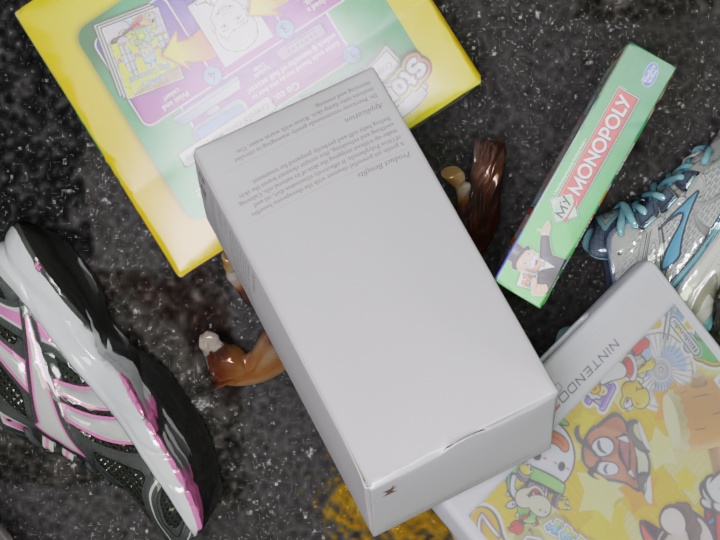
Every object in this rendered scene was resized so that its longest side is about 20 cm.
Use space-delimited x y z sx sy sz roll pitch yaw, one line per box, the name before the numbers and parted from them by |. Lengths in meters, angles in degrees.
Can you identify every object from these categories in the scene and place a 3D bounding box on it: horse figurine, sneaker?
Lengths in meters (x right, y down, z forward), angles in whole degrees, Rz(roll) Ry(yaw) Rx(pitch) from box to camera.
horse figurine | 0.000 0.000 1.318 0.199 0.133 0.050 -23 51 -9
sneaker | -0.157 0.074 1.342 0.086 0.080 0.200 -37 83 15
sneaker | 0.171 -0.020 1.319 0.086 0.078 0.201 24 93 4

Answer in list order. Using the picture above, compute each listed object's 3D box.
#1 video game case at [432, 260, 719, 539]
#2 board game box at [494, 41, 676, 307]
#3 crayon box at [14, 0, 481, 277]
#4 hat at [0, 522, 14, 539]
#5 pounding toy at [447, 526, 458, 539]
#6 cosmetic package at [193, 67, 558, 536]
video game case | 0.152 0.127 1.255 0.182 0.023 0.200 -43 100 -23
board game box | 0.114 -0.049 1.256 0.029 0.200 0.135 30 93 2
crayon box | -0.060 -0.122 1.329 0.199 0.058 0.173 -32 93 3
hat | -0.258 0.194 1.340 0.199 0.081 0.202 0 101 2
pounding toy | 0.086 0.238 1.300 0.183 0.142 0.201 25 93 0
cosmetic package | 0.006 0.015 1.191 0.107 0.085 0.201 -24 69 -8
